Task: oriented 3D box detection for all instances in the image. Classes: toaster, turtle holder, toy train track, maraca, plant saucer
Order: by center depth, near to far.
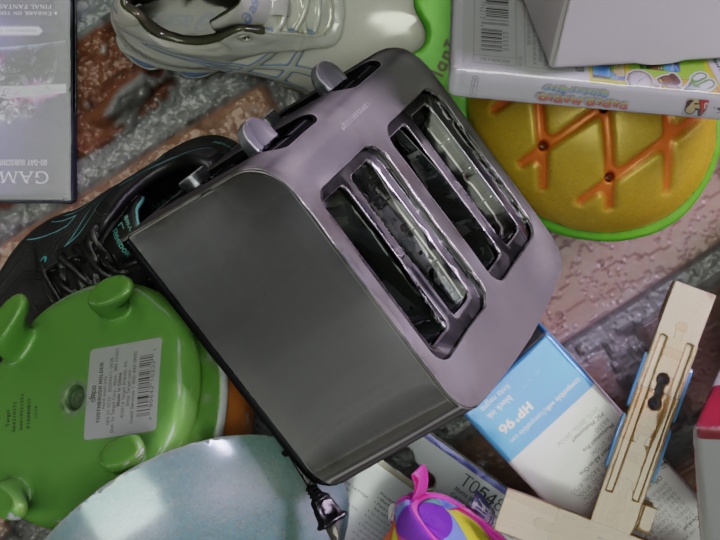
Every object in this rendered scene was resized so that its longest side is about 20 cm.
[{"bbox_3d":[0.142,0.104,0.724,0.114,0.033,0.201,20,90,7],"label":"toy train track"},{"bbox_3d":[0.000,0.000,0.726,0.118,0.181,0.200,-31,99,37],"label":"toaster"},{"bbox_3d":[-0.087,0.177,0.735,0.201,0.201,0.039,-40,48,2],"label":"plant saucer"},{"bbox_3d":[-0.143,0.094,0.774,0.185,0.132,0.141,-40,56,15],"label":"turtle holder"},{"bbox_3d":[0.112,-0.097,0.788,0.199,0.107,0.138,24,87,0],"label":"maraca"}]

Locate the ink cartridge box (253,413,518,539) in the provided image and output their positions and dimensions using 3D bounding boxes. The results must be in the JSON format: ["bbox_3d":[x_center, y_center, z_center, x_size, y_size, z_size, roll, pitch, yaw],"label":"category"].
[{"bbox_3d":[-0.018,0.173,0.838,0.199,0.041,0.201,36,94,-1],"label":"ink cartridge box"}]

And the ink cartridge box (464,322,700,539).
[{"bbox_3d":[0.146,0.125,0.797,0.068,0.116,0.200,-42,92,4],"label":"ink cartridge box"}]

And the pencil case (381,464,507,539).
[{"bbox_3d":[0.008,0.209,0.758,0.088,0.088,0.201,34,106,-2],"label":"pencil case"}]

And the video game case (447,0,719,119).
[{"bbox_3d":[0.141,-0.161,0.761,0.180,0.201,0.023,5,138,0],"label":"video game case"}]

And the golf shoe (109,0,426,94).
[{"bbox_3d":[-0.048,-0.143,0.793,0.198,0.097,0.079,-1,92,-1],"label":"golf shoe"}]

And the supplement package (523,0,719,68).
[{"bbox_3d":[0.139,-0.217,0.714,0.120,0.120,0.201,-5,49,-11],"label":"supplement package"}]

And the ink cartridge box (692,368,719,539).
[{"bbox_3d":[0.264,0.071,0.703,0.144,0.200,0.084,-2,112,26],"label":"ink cartridge box"}]

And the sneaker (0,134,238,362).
[{"bbox_3d":[-0.153,-0.015,0.810,0.200,0.079,0.076,-39,93,4],"label":"sneaker"}]

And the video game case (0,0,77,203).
[{"bbox_3d":[-0.245,-0.142,0.833,0.142,0.019,0.202,0,94,1],"label":"video game case"}]
